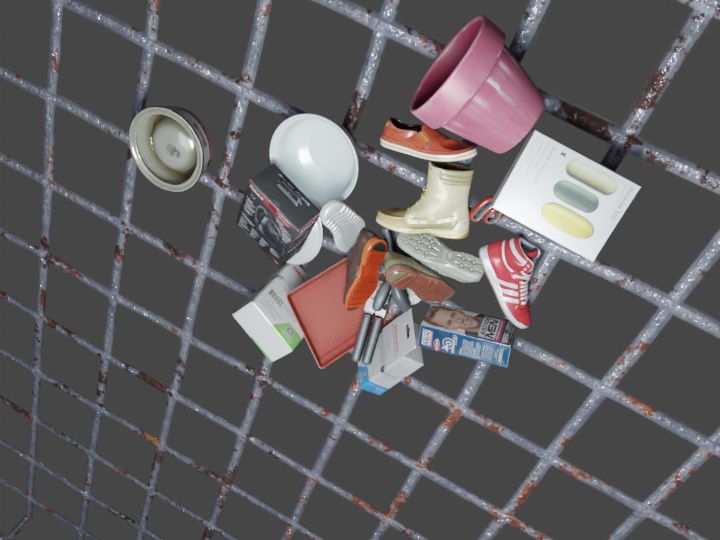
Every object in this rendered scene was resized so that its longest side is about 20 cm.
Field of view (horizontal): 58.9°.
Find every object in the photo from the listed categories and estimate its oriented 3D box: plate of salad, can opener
[{"bbox_3d":[-0.166,-0.110,1.477,0.199,0.048,0.202,15,121,27],"label":"plate of salad"},{"bbox_3d":[0.023,0.118,1.473,0.052,0.066,0.202,16,93,13],"label":"can opener"},{"bbox_3d":[0.088,-0.005,1.414,0.053,0.067,0.202,-5,115,25],"label":"can opener"}]

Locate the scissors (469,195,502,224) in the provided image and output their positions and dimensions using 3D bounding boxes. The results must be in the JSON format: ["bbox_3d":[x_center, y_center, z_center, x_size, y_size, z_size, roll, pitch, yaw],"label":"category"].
[{"bbox_3d":[0.298,-0.156,1.251,0.073,0.014,0.200,19,133,-33],"label":"scissors"}]

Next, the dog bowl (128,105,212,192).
[{"bbox_3d":[-0.432,-0.288,1.477,0.198,0.074,0.202,10,120,17],"label":"dog bowl"}]

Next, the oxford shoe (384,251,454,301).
[{"bbox_3d":[0.130,0.010,1.378,0.071,0.074,0.199,-37,137,29],"label":"oxford shoe"}]

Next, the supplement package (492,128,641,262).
[{"bbox_3d":[0.362,-0.141,1.151,0.199,0.151,0.153,29,107,5],"label":"supplement package"}]

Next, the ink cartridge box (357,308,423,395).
[{"bbox_3d":[0.080,0.190,1.486,0.068,0.117,0.200,25,131,-30],"label":"ink cartridge box"}]

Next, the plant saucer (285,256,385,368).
[{"bbox_3d":[-0.059,0.091,1.480,0.037,0.199,0.201,14,131,60],"label":"plant saucer"}]

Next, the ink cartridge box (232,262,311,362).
[{"bbox_3d":[-0.182,0.092,1.502,0.084,0.200,0.146,-31,102,36],"label":"ink cartridge box"}]

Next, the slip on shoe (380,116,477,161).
[{"bbox_3d":[0.134,-0.258,1.257,0.198,0.074,0.062,18,120,19],"label":"slip on shoe"}]

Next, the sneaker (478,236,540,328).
[{"bbox_3d":[0.336,0.024,1.322,0.112,0.071,0.201,-21,105,34],"label":"sneaker"}]

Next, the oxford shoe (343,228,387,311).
[{"bbox_3d":[0.000,0.000,1.434,0.073,0.071,0.201,46,125,40],"label":"oxford shoe"}]

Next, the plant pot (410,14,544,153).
[{"bbox_3d":[0.217,-0.312,1.130,0.178,0.201,0.200,33,126,-16],"label":"plant pot"}]

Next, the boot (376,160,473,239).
[{"bbox_3d":[0.130,-0.152,1.311,0.198,0.073,0.157,10,121,16],"label":"boot"}]

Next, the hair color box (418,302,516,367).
[{"bbox_3d":[0.237,0.140,1.410,0.198,0.100,0.061,12,120,17],"label":"hair color box"}]

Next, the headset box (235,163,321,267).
[{"bbox_3d":[-0.177,-0.119,1.363,0.149,0.077,0.200,45,147,5],"label":"headset box"}]

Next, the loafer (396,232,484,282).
[{"bbox_3d":[0.167,-0.026,1.364,0.199,0.070,0.070,27,157,6],"label":"loafer"}]

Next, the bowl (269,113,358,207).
[{"bbox_3d":[-0.083,-0.242,1.343,0.199,0.090,0.203,11,121,18],"label":"bowl"}]

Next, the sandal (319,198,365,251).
[{"bbox_3d":[-0.040,-0.107,1.373,0.082,0.203,0.050,-39,65,-4],"label":"sandal"}]
